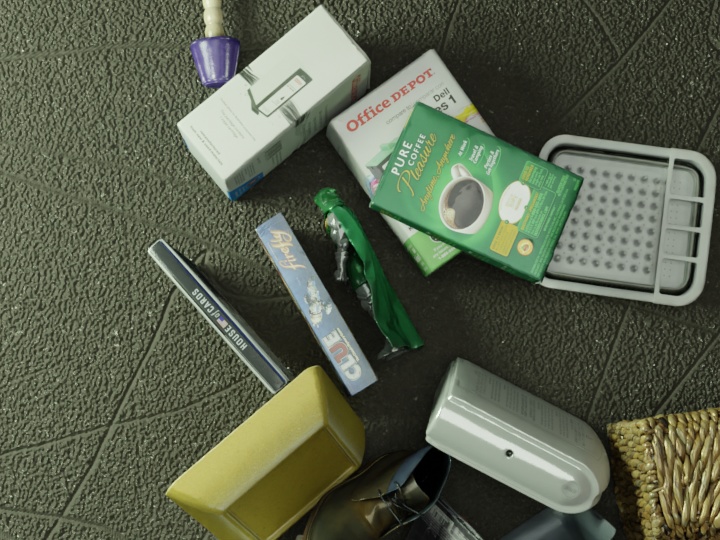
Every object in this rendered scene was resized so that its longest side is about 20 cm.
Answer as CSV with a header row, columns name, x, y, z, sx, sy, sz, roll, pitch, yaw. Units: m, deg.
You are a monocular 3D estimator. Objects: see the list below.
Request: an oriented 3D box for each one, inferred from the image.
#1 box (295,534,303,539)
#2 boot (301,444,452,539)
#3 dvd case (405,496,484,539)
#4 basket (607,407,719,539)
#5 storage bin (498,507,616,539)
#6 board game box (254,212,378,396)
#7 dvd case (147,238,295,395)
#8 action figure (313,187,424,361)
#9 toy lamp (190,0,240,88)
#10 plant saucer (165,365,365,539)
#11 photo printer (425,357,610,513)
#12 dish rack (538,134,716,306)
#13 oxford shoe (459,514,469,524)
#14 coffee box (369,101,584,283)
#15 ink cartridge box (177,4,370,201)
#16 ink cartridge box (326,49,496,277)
name,x,y,z,sx,sy,sz,roll,pitch,yaw
box,-0.046,0.388,1.598,0.106,0.200,0.153,18,104,-1
boot,0.017,0.239,1.614,0.075,0.097,0.200,53,42,-8
dvd case,0.076,0.355,1.633,0.016,0.149,0.201,11,109,-40
basket,0.352,0.217,1.635,0.148,0.200,0.144,-7,83,-3
storage bin,0.218,0.345,1.638,0.145,0.200,0.135,-33,96,-4
board game box,-0.047,0.040,1.677,0.034,0.136,0.201,-30,86,-4
dvd case,-0.135,0.057,1.649,0.025,0.150,0.200,-42,78,-2
action figure,0.000,0.000,1.709,0.054,0.118,0.201,-26,78,8
toy lamp,-0.166,-0.304,1.741,0.058,0.058,0.202,-7,85,-3
plant saucer,-0.082,0.210,1.629,0.200,0.200,0.048,-40,62,-5
photo printer,0.170,0.177,1.660,0.199,0.166,0.070,27,104,0
dish rack,0.286,-0.055,1.742,0.198,0.044,0.173,8,86,-1
oxford shoe,0.074,0.359,1.685,0.071,0.073,0.202,13,85,-2
coffee box,0.122,-0.082,1.654,0.199,0.044,0.124,23,86,-2
ink cartridge box,-0.090,-0.176,1.688,0.200,0.146,0.084,-40,86,-6
ink cartridge box,0.075,-0.117,1.719,0.144,0.084,0.201,-35,88,-4
